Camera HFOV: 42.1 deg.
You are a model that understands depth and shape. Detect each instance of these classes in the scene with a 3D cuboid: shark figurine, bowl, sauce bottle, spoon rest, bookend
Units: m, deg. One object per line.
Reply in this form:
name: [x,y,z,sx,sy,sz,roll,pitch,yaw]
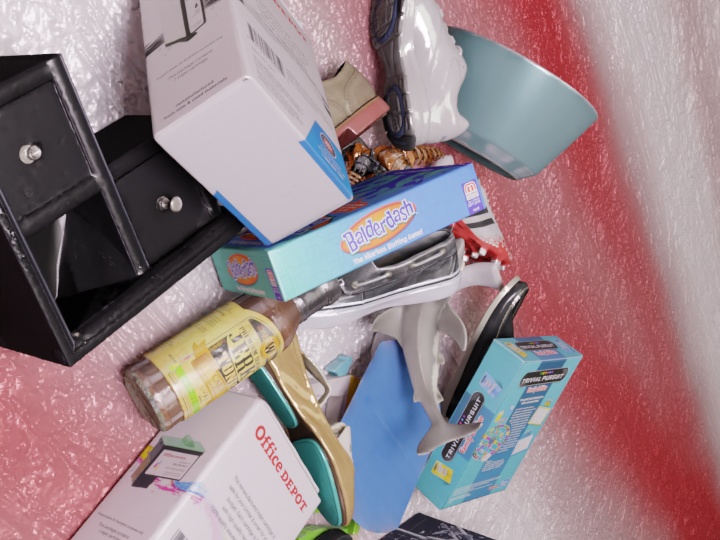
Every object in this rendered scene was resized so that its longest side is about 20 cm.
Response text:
shark figurine: [0.055,0.081,0.967,0.088,0.128,0.218,7,77,-27]
bowl: [0.152,-0.173,1.040,0.200,0.200,0.106,23,98,-51]
sauce bottle: [-0.103,0.057,0.797,0.199,0.064,0.065,-35,124,-25]
spoon rest: [0.082,0.061,1.091,0.200,0.060,0.100,-40,126,-24]
bookend: [-0.197,-0.075,0.664,0.200,0.091,0.201,-43,128,-40]

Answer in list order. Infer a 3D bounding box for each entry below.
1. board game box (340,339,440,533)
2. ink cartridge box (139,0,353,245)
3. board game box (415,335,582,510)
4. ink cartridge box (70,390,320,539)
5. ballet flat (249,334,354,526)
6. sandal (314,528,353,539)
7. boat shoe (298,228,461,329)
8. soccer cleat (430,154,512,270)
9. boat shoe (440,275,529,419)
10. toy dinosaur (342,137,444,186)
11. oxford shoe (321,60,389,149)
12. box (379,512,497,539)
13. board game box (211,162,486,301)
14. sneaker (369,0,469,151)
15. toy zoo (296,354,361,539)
board game box: [0.017,0.173,1.001,0.159,0.039,0.201,56,48,-36]
ink cartridge box: [-0.090,-0.145,0.713,0.146,0.084,0.201,45,22,-46]
board game box: [0.161,0.173,1.084,0.150,0.047,0.202,3,118,-52]
ink cartridge box: [-0.139,0.221,0.800,0.201,0.083,0.146,-52,134,-33]
ballet flat: [-0.042,0.142,0.880,0.063,0.068,0.202,-31,101,-32]
sandal: [-0.071,0.329,0.921,0.200,0.048,0.076,-33,132,-36]
boat shoe: [0.000,0.000,0.894,0.198,0.072,0.072,-14,119,-13]
soccer cleat: [0.132,-0.064,1.113,0.199,0.068,0.086,33,72,-46]
boat shoe: [0.162,0.102,1.128,0.072,0.067,0.202,-17,132,-64]
toy dinosaur: [0.029,-0.082,0.962,0.199,0.102,0.137,-30,104,-21]
oxford shoe: [-0.062,-0.129,0.868,0.200,0.070,0.075,-38,95,-36]
box: [0.082,0.378,1.038,0.199,0.180,0.106,-18,110,-50]
board game box: [-0.015,-0.036,0.806,0.198,0.152,0.045,-26,104,-24]
sneaker: [0.062,-0.224,0.954,0.086,0.074,0.203,-7,94,-25]
toy zoo: [-0.031,0.190,0.986,0.131,0.020,0.203,14,86,-53]
